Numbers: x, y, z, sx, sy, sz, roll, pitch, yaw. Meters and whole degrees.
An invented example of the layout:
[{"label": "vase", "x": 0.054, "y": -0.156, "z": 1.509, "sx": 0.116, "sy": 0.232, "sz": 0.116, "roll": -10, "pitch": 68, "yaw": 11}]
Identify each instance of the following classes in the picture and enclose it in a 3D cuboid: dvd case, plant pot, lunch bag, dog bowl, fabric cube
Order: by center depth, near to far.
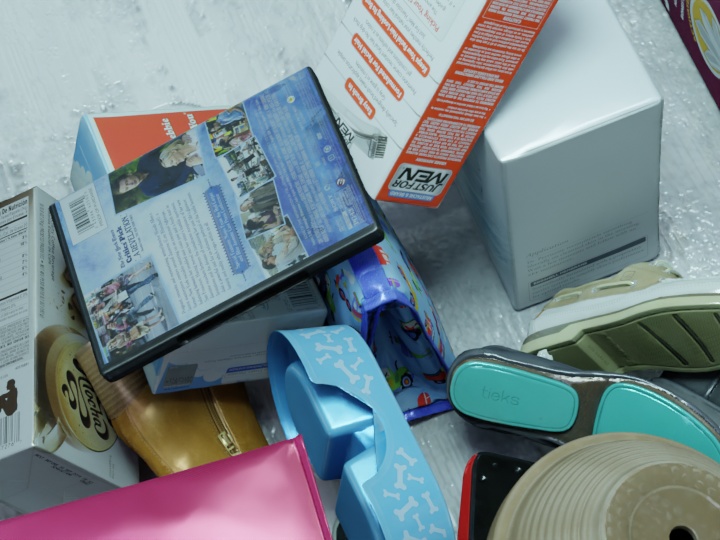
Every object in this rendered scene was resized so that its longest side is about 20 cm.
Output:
[{"label": "plant pot", "x": 0.178, "y": 0.179, "z": 1.181, "sx": 0.199, "sy": 0.093, "sz": 0.202, "roll": 5, "pitch": 60, "yaw": -9}, {"label": "fabric cube", "x": -0.096, "y": 0.250, "z": 1.200, "sx": 0.198, "sy": 0.201, "sz": 0.197, "roll": -17, "pitch": 59, "yaw": -5}, {"label": "dog bowl", "x": 0.001, "y": 0.121, "z": 1.240, "sx": 0.049, "sy": 0.112, "sz": 0.201, "roll": -17, "pitch": 61, "yaw": -17}, {"label": "dvd case", "x": -0.095, "y": -0.031, "z": 1.252, "sx": 0.199, "sy": 0.018, "sz": 0.143, "roll": -27, "pitch": 56, "yaw": 6}, {"label": "lunch bag", "x": 0.000, "y": 0.000, "z": 1.329, "sx": 0.093, "sy": 0.201, "sz": 0.151, "roll": -21, "pitch": 59, "yaw": -6}]

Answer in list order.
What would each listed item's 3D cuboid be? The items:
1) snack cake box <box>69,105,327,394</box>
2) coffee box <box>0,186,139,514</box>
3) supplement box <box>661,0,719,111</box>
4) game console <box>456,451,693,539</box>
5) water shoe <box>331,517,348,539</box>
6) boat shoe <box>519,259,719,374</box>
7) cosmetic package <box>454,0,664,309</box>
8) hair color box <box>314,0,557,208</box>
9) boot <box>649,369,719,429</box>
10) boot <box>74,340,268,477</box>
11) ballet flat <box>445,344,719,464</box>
[{"label": "snack cake box", "x": -0.114, "y": -0.019, "z": 1.338, "sx": 0.114, "sy": 0.067, "sz": 0.201, "roll": -7, "pitch": 51, "yaw": -25}, {"label": "coffee box", "x": -0.218, "y": 0.060, "z": 1.362, "sx": 0.079, "sy": 0.113, "sz": 0.202, "roll": -22, "pitch": 56, "yaw": 25}, {"label": "supplement box", "x": 0.291, "y": -0.214, "z": 1.457, "sx": 0.102, "sy": 0.131, "sz": 0.201, "roll": -19, "pitch": 59, "yaw": -4}, {"label": "game console", "x": 0.156, "y": 0.209, "z": 1.249, "sx": 0.198, "sy": 0.031, "sz": 0.178, "roll": 13, "pitch": 46, "yaw": -6}, {"label": "water shoe", "x": 0.042, "y": 0.222, "z": 1.266, "sx": 0.071, "sy": 0.079, "sz": 0.201, "roll": -27, "pitch": 61, "yaw": -9}, {"label": "boat shoe", "x": 0.195, "y": 0.027, "z": 1.323, "sx": 0.199, "sy": 0.075, "sz": 0.069, "roll": -12, "pitch": 44, "yaw": 37}, {"label": "cosmetic package", "x": 0.119, "y": -0.118, "z": 1.383, "sx": 0.122, "sy": 0.201, "sz": 0.200, "roll": -20, "pitch": 59, "yaw": -5}, {"label": "hair color box", "x": 0.049, "y": -0.154, "z": 1.256, "sx": 0.064, "sy": 0.201, "sz": 0.111, "roll": 7, "pitch": 34, "yaw": -41}, {"label": "boot", "x": 0.311, "y": 0.057, "z": 1.339, "sx": 0.164, "sy": 0.066, "sz": 0.200, "roll": 33, "pitch": 65, "yaw": 25}, {"label": "boot", "x": -0.100, "y": 0.078, "z": 1.375, "sx": 0.144, "sy": 0.071, "sz": 0.201, "roll": 54, "pitch": 40, "yaw": 0}, {"label": "ballet flat", "x": 0.155, "y": 0.095, "z": 1.315, "sx": 0.198, "sy": 0.073, "sz": 0.074, "roll": 17, "pitch": 63, "yaw": 10}]
